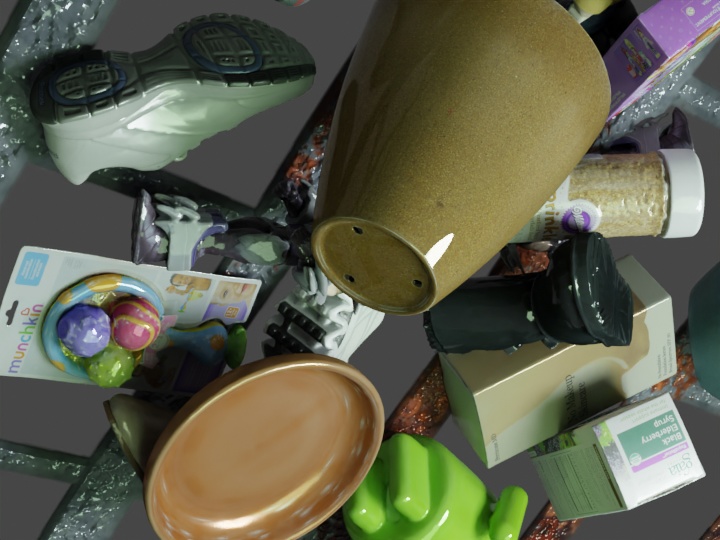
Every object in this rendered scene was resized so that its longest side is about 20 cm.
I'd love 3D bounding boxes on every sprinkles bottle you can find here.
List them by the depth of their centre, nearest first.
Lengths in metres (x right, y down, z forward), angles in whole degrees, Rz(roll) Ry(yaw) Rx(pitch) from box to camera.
[{"bbox_3d":[0.160,-0.056,1.263,0.198,0.068,0.069,-3,128,-3],"label":"sprinkles bottle"}]

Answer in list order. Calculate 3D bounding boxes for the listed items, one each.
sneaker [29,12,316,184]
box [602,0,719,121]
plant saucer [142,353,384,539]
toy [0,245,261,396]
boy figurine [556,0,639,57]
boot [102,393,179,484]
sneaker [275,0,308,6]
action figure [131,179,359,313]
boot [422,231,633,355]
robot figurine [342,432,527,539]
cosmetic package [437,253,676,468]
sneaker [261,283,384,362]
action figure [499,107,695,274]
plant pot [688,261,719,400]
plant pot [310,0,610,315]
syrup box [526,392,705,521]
[{"bbox_3d":[-0.127,-0.117,1.132,0.199,0.075,0.087,-13,142,-13],"label":"sneaker"},{"bbox_3d":[0.241,-0.183,1.215,0.137,0.039,0.200,-37,176,-9],"label":"box"},{"bbox_3d":[-0.077,0.139,1.262,0.199,0.038,0.201,-18,134,-20],"label":"plant saucer"},{"bbox_3d":[-0.174,0.051,1.235,0.199,0.047,0.116,7,120,-35],"label":"toy"},{"bbox_3d":[0.202,-0.222,1.166,0.124,0.065,0.200,-37,177,-21],"label":"boy figurine"},{"bbox_3d":[-0.107,0.128,1.303,0.145,0.071,0.200,-20,151,0],"label":"boot"},{"bbox_3d":[0.027,-0.234,1.115,0.200,0.079,0.096,-38,136,1],"label":"sneaker"},{"bbox_3d":[-0.063,-0.021,1.179,0.198,0.130,0.070,5,107,-11],"label":"action figure"},{"bbox_3d":[0.124,0.023,1.299,0.161,0.074,0.198,-1,165,18],"label":"boot"},{"bbox_3d":[0.060,0.222,1.455,0.174,0.116,0.200,-20,140,21],"label":"robot figurine"},{"bbox_3d":[0.175,0.079,1.445,0.199,0.071,0.106,-26,134,-11],"label":"cosmetic package"},{"bbox_3d":[0.000,0.000,1.293,0.201,0.075,0.081,-56,150,15],"label":"sneaker"},{"bbox_3d":[0.173,-0.068,1.337,0.199,0.070,0.131,-18,139,0],"label":"action figure"},{"bbox_3d":[0.372,0.055,1.485,0.134,0.201,0.201,-7,138,21],"label":"plant pot"},{"bbox_3d":[0.048,-0.074,1.116,0.201,0.185,0.187,-59,144,-33],"label":"plant pot"},{"bbox_3d":[0.222,0.168,1.460,0.078,0.082,0.200,-22,173,-14],"label":"syrup box"}]
